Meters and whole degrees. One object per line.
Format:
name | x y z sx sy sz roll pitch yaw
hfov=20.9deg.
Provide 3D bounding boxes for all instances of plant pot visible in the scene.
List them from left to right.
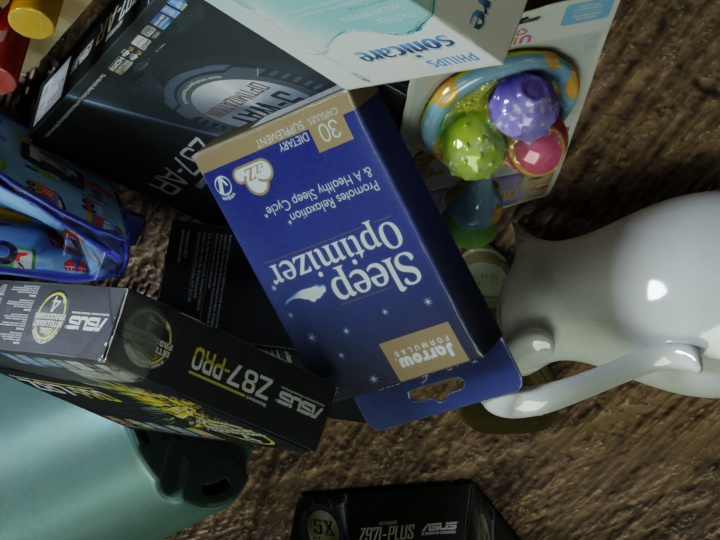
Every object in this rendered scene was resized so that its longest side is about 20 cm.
plant pot | -0.194 0.129 1.407 0.195 0.202 0.200 -22 137 30

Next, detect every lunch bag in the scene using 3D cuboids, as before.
lunch bag | -0.223 -0.046 1.157 0.198 0.151 0.095 17 104 -19

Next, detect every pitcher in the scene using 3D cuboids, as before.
pitcher | 0.173 0.030 1.154 0.198 0.172 0.122 -3 124 22

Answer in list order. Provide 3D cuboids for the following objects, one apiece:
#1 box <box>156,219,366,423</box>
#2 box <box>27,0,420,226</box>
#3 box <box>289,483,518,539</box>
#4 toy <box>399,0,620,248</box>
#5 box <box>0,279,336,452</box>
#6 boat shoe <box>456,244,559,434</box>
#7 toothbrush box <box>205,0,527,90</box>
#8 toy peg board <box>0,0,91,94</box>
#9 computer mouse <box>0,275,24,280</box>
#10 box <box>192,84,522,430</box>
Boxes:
box | -0.047 0.038 1.268 0.140 0.080 0.200 9 165 6
box | -0.081 -0.103 1.132 0.159 0.044 0.200 25 145 -24
box | 0.052 0.264 1.632 0.162 0.087 0.200 -7 144 26
toy | 0.080 -0.071 1.099 0.114 0.048 0.201 -14 155 -15
box | -0.136 0.053 1.141 0.161 0.050 0.199 30 162 -38
boat shoe | 0.095 0.054 1.330 0.072 0.064 0.201 -5 152 13
toothbrush box | -0.029 -0.173 0.930 0.199 0.086 0.146 31 164 -27
toy peg board | -0.231 -0.166 1.026 0.199 0.099 0.199 25 145 -23
computer mouse | -0.291 0.004 1.353 0.137 0.053 0.201 0 146 14
box | 0.000 0.000 1.103 0.120 0.032 0.201 -19 105 37
